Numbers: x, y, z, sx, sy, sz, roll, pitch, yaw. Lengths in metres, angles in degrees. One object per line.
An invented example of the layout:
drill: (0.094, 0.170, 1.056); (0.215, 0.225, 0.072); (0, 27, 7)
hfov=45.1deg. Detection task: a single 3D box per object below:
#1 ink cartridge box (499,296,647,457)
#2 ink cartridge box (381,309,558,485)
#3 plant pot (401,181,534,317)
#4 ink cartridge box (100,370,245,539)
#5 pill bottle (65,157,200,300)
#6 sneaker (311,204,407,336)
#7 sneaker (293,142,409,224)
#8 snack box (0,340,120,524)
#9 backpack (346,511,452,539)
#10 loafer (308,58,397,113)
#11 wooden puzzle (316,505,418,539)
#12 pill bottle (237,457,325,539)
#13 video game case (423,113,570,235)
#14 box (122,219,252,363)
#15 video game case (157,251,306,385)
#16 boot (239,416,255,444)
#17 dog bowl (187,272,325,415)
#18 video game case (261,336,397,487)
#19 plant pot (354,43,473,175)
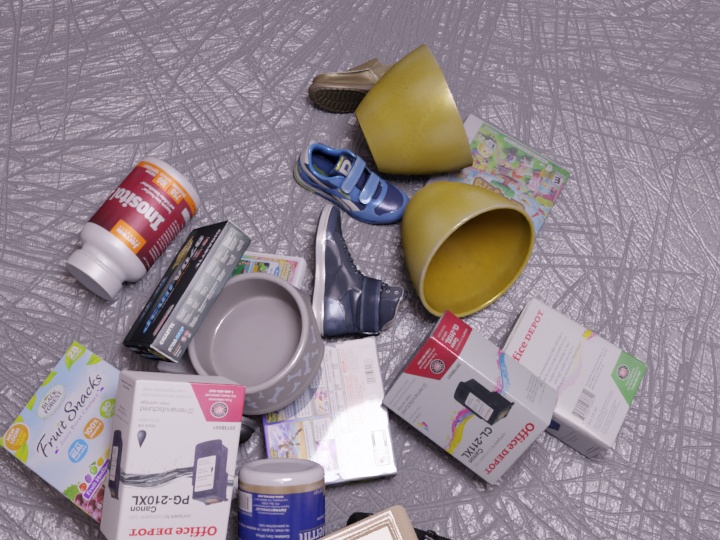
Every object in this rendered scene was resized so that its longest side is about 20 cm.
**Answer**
ink cartridge box: (0.297, 0.157, 1.284); (0.198, 0.088, 0.146); (31, 68, 4)
ink cartridge box: (0.153, 0.178, 1.210); (0.199, 0.146, 0.083); (36, 32, 4)
plant pot: (0.139, -0.051, 1.300); (0.198, 0.202, 0.142); (-25, 47, -15)
ink cartridge box: (-0.233, 0.234, 1.076); (0.143, 0.084, 0.203); (8, 89, -30)
pill bottle: (-0.337, -0.060, 1.279); (0.112, 0.113, 0.201); (32, 69, 6)
sneaker: (0.000, 0.001, 1.307); (0.144, 0.077, 0.206); (0, 78, 6)
sneaker: (-0.013, -0.138, 1.366); (0.198, 0.082, 0.075); (24, 66, 0)
snack box: (-0.353, 0.218, 1.160); (0.198, 0.068, 0.170); (27, 73, 22)
backpack: (0.031, 0.444, 1.121); (0.161, 0.155, 0.202); (16, 48, -5)
loafer: (0.007, -0.310, 1.444); (0.197, 0.076, 0.068); (-3, 68, -19)
wooden puzzle: (0.001, 0.409, 1.051); (0.198, 0.037, 0.187); (-17, 71, -19)
pill bottle: (-0.102, 0.353, 1.121); (0.114, 0.116, 0.203); (0, 89, -7)
video game case: (0.223, -0.142, 1.427); (0.198, 0.022, 0.183); (31, 69, 6)
box: (-0.244, 0.030, 1.207); (0.046, 0.158, 0.202); (36, 72, -23)
video game case: (-0.186, 0.066, 1.268); (0.179, 0.024, 0.203); (7, 67, 16)
boot: (-0.230, 0.298, 1.172); (0.162, 0.066, 0.203); (-1, 62, 6)
dog bowl: (-0.149, 0.094, 1.200); (0.197, 0.059, 0.203); (-5, 64, 10)
video game case: (-0.052, 0.207, 1.243); (0.178, 0.046, 0.203); (-6, 69, -8)
plant pot: (0.073, -0.229, 1.351); (0.140, 0.200, 0.202); (-23, 72, 2)
